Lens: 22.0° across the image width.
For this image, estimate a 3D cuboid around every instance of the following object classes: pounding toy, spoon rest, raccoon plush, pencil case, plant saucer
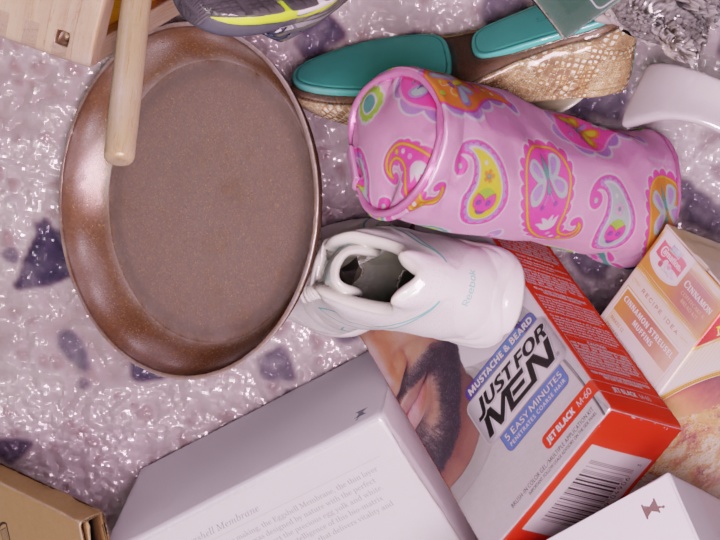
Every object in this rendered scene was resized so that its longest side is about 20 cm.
[{"bbox_3d":[-0.130,-0.183,0.945,0.141,0.200,0.185,19,113,7],"label":"pounding toy"},{"bbox_3d":[0.240,-0.048,1.026,0.199,0.061,0.100,31,75,-19],"label":"spoon rest"},{"bbox_3d":[0.197,-0.193,0.953,0.097,0.134,0.200,42,110,-11],"label":"raccoon plush"},{"bbox_3d":[0.086,-0.052,1.003,0.199,0.088,0.088,10,119,-40],"label":"pencil case"},{"bbox_3d":[-0.093,-0.039,1.053,0.199,0.032,0.202,1,91,39],"label":"plant saucer"}]

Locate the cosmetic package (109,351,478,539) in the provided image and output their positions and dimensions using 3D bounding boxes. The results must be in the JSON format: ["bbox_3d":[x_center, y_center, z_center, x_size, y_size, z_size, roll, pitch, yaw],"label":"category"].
[{"bbox_3d":[-0.015,0.183,1.132,0.199,0.123,0.201,-27,107,16],"label":"cosmetic package"}]

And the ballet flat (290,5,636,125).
[{"bbox_3d":[0.060,-0.103,1.044,0.199,0.071,0.066,-10,128,14],"label":"ballet flat"}]

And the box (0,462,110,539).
[{"bbox_3d":[-0.205,0.196,1.144,0.199,0.021,0.164,14,121,46],"label":"box"}]

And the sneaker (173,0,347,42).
[{"bbox_3d":[-0.041,-0.150,0.968,0.074,0.200,0.081,46,122,6],"label":"sneaker"}]

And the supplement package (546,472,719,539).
[{"bbox_3d":[0.165,0.224,0.983,0.150,0.152,0.200,-31,150,19],"label":"supplement package"}]

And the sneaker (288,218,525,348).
[{"bbox_3d":[0.000,0.000,1.034,0.080,0.200,0.071,14,83,-37],"label":"sneaker"}]

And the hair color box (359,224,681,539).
[{"bbox_3d":[0.079,0.054,1.031,0.064,0.200,0.111,18,118,-38],"label":"hair color box"}]

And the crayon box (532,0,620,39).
[{"bbox_3d":[0.125,-0.213,0.929,0.125,0.200,0.052,-34,122,18],"label":"crayon box"}]

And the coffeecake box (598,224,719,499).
[{"bbox_3d":[0.185,0.088,1.065,0.153,0.073,0.200,16,117,-37],"label":"coffeecake box"}]
